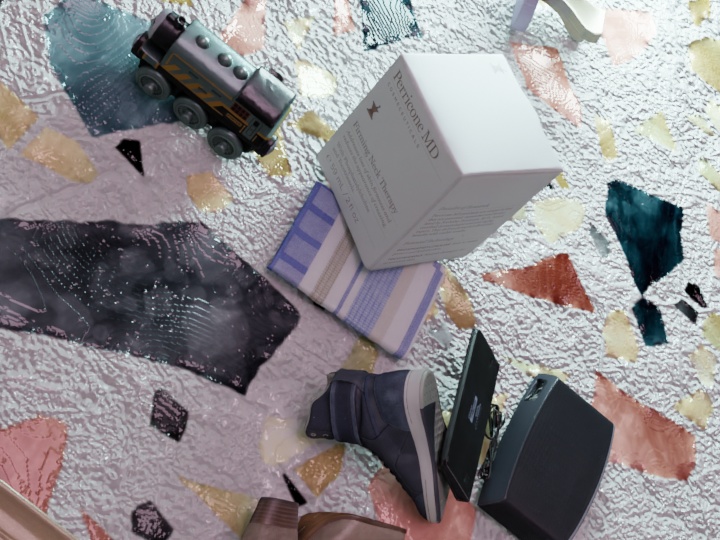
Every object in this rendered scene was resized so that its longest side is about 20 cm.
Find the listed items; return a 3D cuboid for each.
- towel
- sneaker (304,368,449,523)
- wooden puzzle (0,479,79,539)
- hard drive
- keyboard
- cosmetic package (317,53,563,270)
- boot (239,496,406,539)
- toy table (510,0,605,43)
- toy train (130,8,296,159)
[{"bbox_3d":[0.000,0.000,1.393,0.200,0.024,0.147,34,56,-12],"label":"towel"},{"bbox_3d":[0.020,0.189,1.295,0.077,0.146,0.203,-63,147,-54],"label":"sneaker"},{"bbox_3d":[-0.329,0.316,1.060,0.185,0.046,0.200,40,60,-8],"label":"wooden puzzle"},{"bbox_3d":[0.229,0.230,1.408,0.135,0.042,0.200,40,55,-12],"label":"hard drive"},{"bbox_3d":[0.131,0.174,1.352,0.127,0.021,0.200,59,36,-36],"label":"keyboard"},{"bbox_3d":[0.087,-0.126,1.369,0.166,0.200,0.168,-7,64,-39],"label":"cosmetic package"},{"bbox_3d":[-0.048,0.317,1.209,0.200,0.070,0.147,17,70,-26],"label":"boot"},{"bbox_3d":[0.290,-0.400,1.652,0.117,0.184,0.200,19,68,-2],"label":"toy table"},{"bbox_3d":[-0.165,-0.211,1.335,0.200,0.114,0.085,40,55,-9],"label":"toy train"}]
